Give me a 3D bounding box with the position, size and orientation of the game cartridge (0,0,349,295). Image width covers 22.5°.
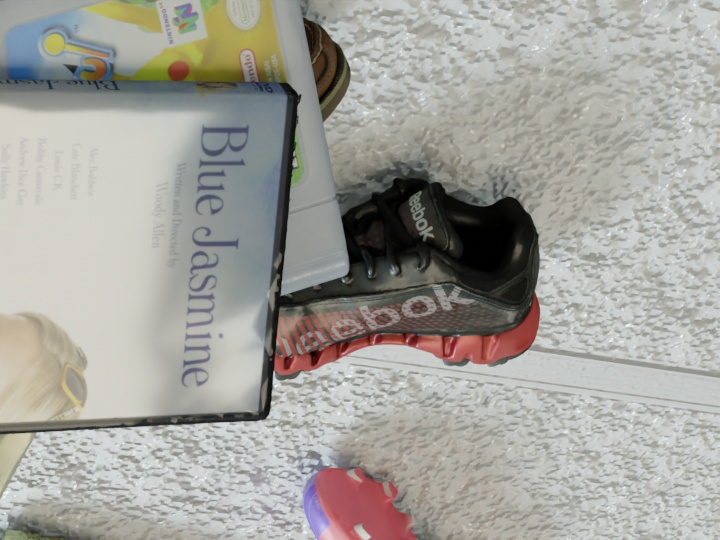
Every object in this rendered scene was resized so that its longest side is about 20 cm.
[{"bbox_3d":[-0.084,-0.069,0.720,0.132,0.041,0.202,-16,117,-8],"label":"game cartridge"}]

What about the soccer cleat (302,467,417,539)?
[{"bbox_3d":[0.012,0.182,1.085,0.076,0.067,0.200,-26,140,20],"label":"soccer cleat"}]

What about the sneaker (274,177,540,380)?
[{"bbox_3d":[0.000,0.000,0.876,0.198,0.071,0.098,-2,137,-16],"label":"sneaker"}]

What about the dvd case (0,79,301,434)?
[{"bbox_3d":[-0.125,-0.003,0.703,0.198,0.018,0.144,-2,112,-19],"label":"dvd case"}]

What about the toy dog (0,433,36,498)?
[{"bbox_3d":[-0.238,0.023,0.787,0.199,0.194,0.140,29,104,-21],"label":"toy dog"}]

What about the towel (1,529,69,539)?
[{"bbox_3d":[-0.162,0.223,1.097,0.199,0.037,0.148,20,129,-31],"label":"towel"}]

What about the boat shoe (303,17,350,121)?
[{"bbox_3d":[-0.103,-0.069,0.773,0.198,0.072,0.068,-22,132,1],"label":"boat shoe"}]
